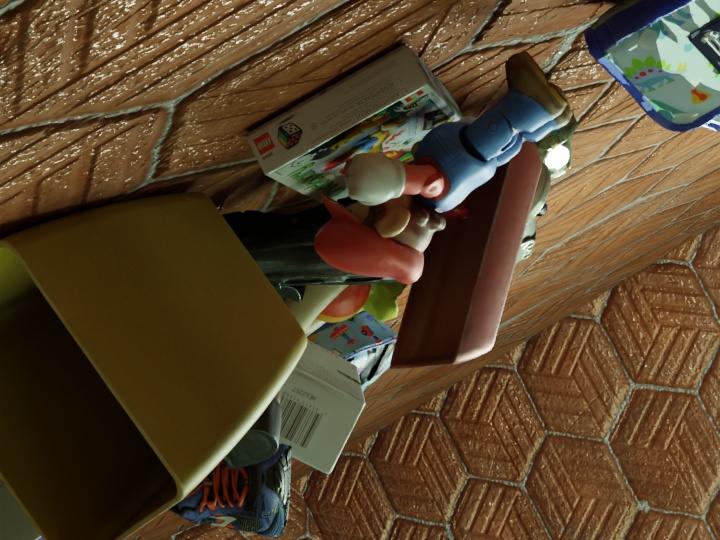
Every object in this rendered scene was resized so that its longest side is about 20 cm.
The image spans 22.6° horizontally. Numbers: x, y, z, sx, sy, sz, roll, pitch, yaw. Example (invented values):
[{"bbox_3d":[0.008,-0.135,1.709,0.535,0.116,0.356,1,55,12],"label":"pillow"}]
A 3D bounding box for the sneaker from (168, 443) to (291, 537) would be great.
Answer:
[{"bbox_3d":[-0.113,0.181,1.466,0.078,0.076,0.200,7,165,-25],"label":"sneaker"}]

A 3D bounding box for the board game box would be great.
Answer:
[{"bbox_3d":[0.003,-0.099,1.284,0.126,0.035,0.200,-29,171,9],"label":"board game box"}]

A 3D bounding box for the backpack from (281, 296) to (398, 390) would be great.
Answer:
[{"bbox_3d":[-0.067,0.082,1.767,0.200,0.135,0.182,-33,169,34],"label":"backpack"}]

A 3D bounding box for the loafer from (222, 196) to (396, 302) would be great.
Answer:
[{"bbox_3d":[-0.059,-0.007,1.342,0.199,0.071,0.068,-7,-153,15],"label":"loafer"}]

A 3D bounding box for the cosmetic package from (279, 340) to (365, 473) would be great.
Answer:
[{"bbox_3d":[-0.056,0.105,1.563,0.074,0.101,0.200,-62,-174,6],"label":"cosmetic package"}]

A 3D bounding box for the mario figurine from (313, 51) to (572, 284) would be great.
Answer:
[{"bbox_3d":[0.043,-0.080,1.244,0.200,0.106,0.123,-39,133,4],"label":"mario figurine"}]

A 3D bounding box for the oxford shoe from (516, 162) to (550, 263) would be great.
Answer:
[{"bbox_3d":[0.129,-0.036,1.569,0.057,0.076,0.200,17,149,-11],"label":"oxford shoe"}]

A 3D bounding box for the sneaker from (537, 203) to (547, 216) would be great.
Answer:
[{"bbox_3d":[0.086,-0.038,1.691,0.199,0.090,0.079,-28,170,7],"label":"sneaker"}]

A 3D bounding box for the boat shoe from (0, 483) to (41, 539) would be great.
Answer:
[{"bbox_3d":[-0.221,0.162,1.475,0.199,0.071,0.064,-28,175,-5],"label":"boat shoe"}]

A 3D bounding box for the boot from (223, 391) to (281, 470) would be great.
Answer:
[{"bbox_3d":[-0.151,0.074,1.433,0.187,0.201,0.069,-20,135,16],"label":"boot"}]

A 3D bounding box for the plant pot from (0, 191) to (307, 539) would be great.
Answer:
[{"bbox_3d":[-0.159,0.059,1.254,0.176,0.201,0.200,-35,177,-39],"label":"plant pot"}]

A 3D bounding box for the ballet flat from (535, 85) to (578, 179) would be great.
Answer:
[{"bbox_3d":[0.160,-0.112,1.571,0.070,0.071,0.200,-28,171,2],"label":"ballet flat"}]

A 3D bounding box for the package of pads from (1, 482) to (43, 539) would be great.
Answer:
[{"bbox_3d":[-0.326,0.215,1.554,0.075,0.201,0.120,-33,174,5],"label":"package of pads"}]

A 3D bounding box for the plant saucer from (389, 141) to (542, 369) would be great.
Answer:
[{"bbox_3d":[0.090,-0.012,1.488,0.036,0.201,0.200,17,172,-12],"label":"plant saucer"}]

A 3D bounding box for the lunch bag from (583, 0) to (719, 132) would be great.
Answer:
[{"bbox_3d":[0.284,-0.191,1.350,0.170,0.128,0.199,-30,158,31],"label":"lunch bag"}]

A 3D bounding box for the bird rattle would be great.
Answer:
[{"bbox_3d":[0.000,0.000,1.498,0.163,0.113,0.200,-42,-177,-30],"label":"bird rattle"}]
